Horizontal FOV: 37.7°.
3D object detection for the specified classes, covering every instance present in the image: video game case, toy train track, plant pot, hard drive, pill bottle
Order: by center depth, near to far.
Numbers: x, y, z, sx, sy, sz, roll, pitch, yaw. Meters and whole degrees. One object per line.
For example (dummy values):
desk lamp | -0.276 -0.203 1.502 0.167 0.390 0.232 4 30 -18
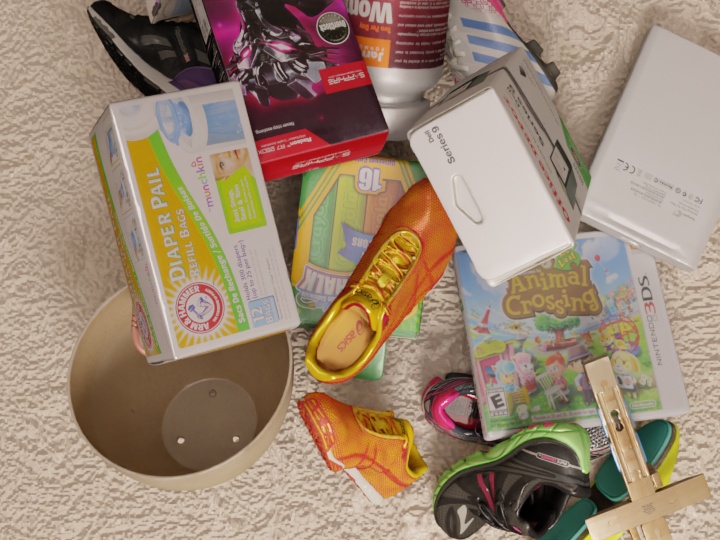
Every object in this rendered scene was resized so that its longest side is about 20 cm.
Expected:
toy train track | 0.242 0.171 0.950 0.113 0.033 0.203 -21 97 2
plant pot | -0.150 0.116 0.963 0.197 0.135 0.203 -3 60 5
pill bottle | 0.027 -0.228 0.968 0.108 0.110 0.203 5 110 1
video game case | 0.195 0.055 0.987 0.197 0.022 0.185 -6 72 -9
hard drive | 0.299 -0.118 1.014 0.130 0.026 0.202 25 81 1

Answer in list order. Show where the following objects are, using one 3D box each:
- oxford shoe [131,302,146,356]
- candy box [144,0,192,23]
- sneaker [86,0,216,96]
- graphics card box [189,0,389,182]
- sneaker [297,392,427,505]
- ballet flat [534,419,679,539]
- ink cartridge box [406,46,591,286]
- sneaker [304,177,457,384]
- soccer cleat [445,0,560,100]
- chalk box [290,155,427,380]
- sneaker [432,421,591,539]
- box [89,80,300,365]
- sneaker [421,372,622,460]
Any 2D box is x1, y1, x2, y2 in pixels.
oxford shoe | -0.160 -0.019 0.935 0.070 0.074 0.203 21 75 -22
candy box | -0.127 -0.343 0.984 0.198 0.071 0.170 -20 89 -21
sneaker | -0.176 -0.204 1.005 0.087 0.076 0.200 -42 68 -12
graphics card box | -0.065 -0.185 0.903 0.124 0.051 0.203 -15 78 -17
sneaker | 0.002 0.147 0.949 0.077 0.200 0.073 -35 58 4
ballet flat | 0.243 0.231 1.010 0.067 0.067 0.200 42 93 -20
ink cartridge box | 0.127 -0.095 0.907 0.083 0.200 0.147 -26 101 23
sneaker | 0.024 0.012 0.882 0.072 0.077 0.202 30 89 3
soccer cleat | 0.105 -0.224 1.010 0.086 0.070 0.201 -40 89 0
chalk box | 0.000 0.000 0.981 0.123 0.124 0.204 5 89 1
sneaker | 0.132 0.206 0.954 0.076 0.200 0.085 11 54 -30
box | -0.136 -0.035 0.850 0.111 0.101 0.203 -15 89 -24
sneaker | 0.156 0.146 1.001 0.197 0.075 0.082 5 89 0
